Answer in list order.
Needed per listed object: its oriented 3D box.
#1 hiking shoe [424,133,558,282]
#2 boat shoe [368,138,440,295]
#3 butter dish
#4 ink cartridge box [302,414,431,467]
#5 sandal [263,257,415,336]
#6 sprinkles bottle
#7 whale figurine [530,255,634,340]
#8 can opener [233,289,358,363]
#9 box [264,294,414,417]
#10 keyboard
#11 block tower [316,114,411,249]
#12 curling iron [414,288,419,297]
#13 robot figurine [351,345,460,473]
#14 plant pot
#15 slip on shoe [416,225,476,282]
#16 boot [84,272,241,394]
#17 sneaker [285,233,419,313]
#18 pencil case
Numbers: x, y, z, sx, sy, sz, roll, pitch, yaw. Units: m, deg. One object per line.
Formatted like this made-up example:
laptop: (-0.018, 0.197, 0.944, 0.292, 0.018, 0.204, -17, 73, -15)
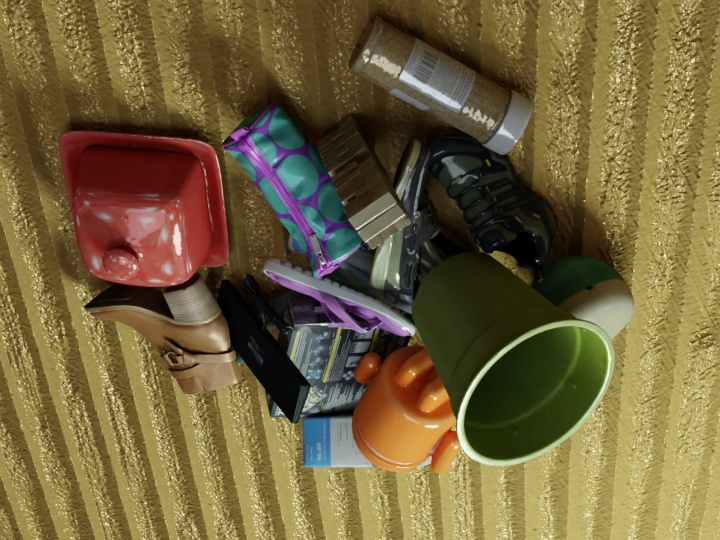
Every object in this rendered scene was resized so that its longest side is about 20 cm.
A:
hiking shoe: (0.149, -0.074, 1.617, 0.199, 0.101, 0.076, 36, 127, -20)
boat shoe: (0.059, -0.057, 1.621, 0.065, 0.072, 0.202, 15, 125, 1)
butter dish: (-0.267, -0.050, 1.691, 0.197, 0.149, 0.202, 4, 131, 7)
ink cartridge box: (0.032, 0.225, 1.888, 0.198, 0.116, 0.069, -2, 87, 13)
sandal: (-0.029, 0.045, 1.685, 0.201, 0.050, 0.082, 24, 171, 18)
sprinkles bottle: (0.087, -0.200, 1.541, 0.199, 0.069, 0.068, 27, 131, -12)
whale figurine: (0.251, 0.056, 1.724, 0.158, 0.104, 0.201, -24, 156, -14)
can opener: (-0.088, 0.065, 1.805, 0.199, 0.068, 0.053, -23, 154, 31)
box: (-0.028, 0.111, 1.808, 0.159, 0.049, 0.201, -4, 141, -17)
keyboard: (-0.119, 0.082, 1.755, 0.020, 0.200, 0.128, -18, 141, -32)
block tower: (0.001, -0.097, 1.557, 0.058, 0.201, 0.054, -33, 121, 8)
curling iron: (0.133, 0.093, 1.727, 0.049, 0.026, 0.200, -30, 109, 39)
robot figurine: (0.057, 0.169, 1.744, 0.142, 0.117, 0.201, 18, 139, -10)
plant pot: (0.149, 0.080, 1.598, 0.198, 0.190, 0.202, -18, 133, -20)
slip on shoe: (0.123, 0.005, 1.714, 0.200, 0.076, 0.060, 40, 135, -13)
boot: (-0.251, 0.084, 1.829, 0.198, 0.077, 0.157, -9, 118, 25)
sneaker: (0.000, 0.000, 1.729, 0.199, 0.072, 0.073, 33, 115, -9)
pencil case: (-0.071, -0.092, 1.621, 0.085, 0.093, 0.201, -29, 103, 29)
